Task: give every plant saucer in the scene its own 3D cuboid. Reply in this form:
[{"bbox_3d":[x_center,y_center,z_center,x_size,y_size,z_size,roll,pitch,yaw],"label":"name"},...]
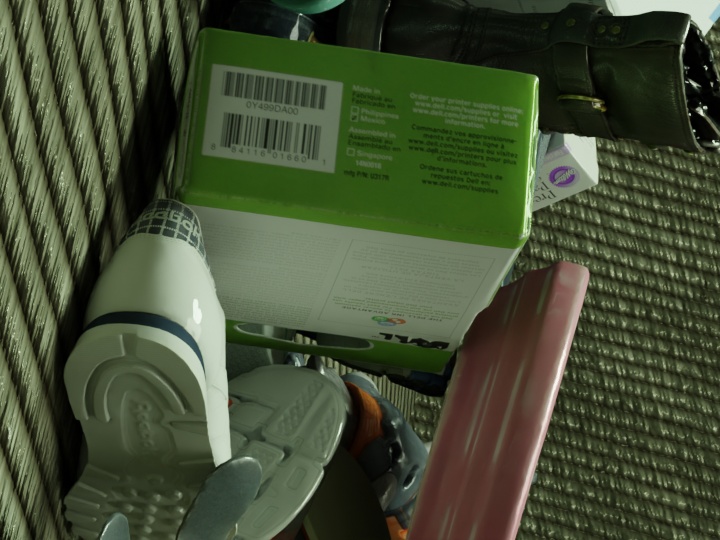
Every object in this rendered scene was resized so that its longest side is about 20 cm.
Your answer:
[{"bbox_3d":[0.060,0.089,1.406,0.201,0.051,0.202,17,90,-87],"label":"plant saucer"}]

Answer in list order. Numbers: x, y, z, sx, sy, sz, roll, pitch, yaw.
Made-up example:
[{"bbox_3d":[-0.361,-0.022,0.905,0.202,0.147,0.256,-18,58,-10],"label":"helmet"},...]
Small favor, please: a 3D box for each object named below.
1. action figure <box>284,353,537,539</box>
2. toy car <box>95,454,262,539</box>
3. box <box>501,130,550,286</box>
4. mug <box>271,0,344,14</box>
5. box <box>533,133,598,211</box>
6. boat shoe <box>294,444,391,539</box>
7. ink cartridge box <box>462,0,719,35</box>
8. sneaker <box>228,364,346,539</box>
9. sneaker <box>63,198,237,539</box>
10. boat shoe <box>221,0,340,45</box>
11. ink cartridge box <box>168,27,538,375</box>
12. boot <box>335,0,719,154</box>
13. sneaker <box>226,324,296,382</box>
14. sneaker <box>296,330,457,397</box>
[{"bbox_3d":[0.005,0.086,1.561,0.193,0.104,0.201,38,29,-54],"label":"action figure"},{"bbox_3d":[-0.072,0.180,1.197,0.164,0.157,0.201,-24,123,-55],"label":"toy car"},{"bbox_3d":[0.032,-0.096,1.597,0.107,0.147,0.201,93,12,-65],"label":"box"},{"bbox_3d":[0.012,-0.205,1.214,0.185,0.115,0.152,-39,171,-5],"label":"mug"},{"bbox_3d":[0.042,-0.038,1.701,0.041,0.199,0.039,46,32,-39],"label":"box"},{"bbox_3d":[-0.012,0.158,1.444,0.201,0.062,0.071,62,33,-34],"label":"boat shoe"},{"bbox_3d":[0.083,-0.162,1.453,0.145,0.199,0.084,-51,133,-33],"label":"ink cartridge box"},{"bbox_3d":[-0.072,0.133,1.353,0.200,0.077,0.082,-54,156,-6],"label":"sneaker"},{"bbox_3d":[-0.083,0.056,1.241,0.200,0.076,0.081,100,-2,-55],"label":"sneaker"},{"bbox_3d":[-0.034,-0.089,1.383,0.200,0.070,0.091,62,43,-72],"label":"boat shoe"},{"bbox_3d":[-0.014,-0.024,1.293,0.200,0.147,0.076,115,-18,-70],"label":"ink cartridge box"},{"bbox_3d":[0.085,-0.074,1.353,0.200,0.173,0.070,62,40,-68],"label":"boot"},{"bbox_3d":[-0.061,0.016,1.436,0.080,0.070,0.201,130,-18,-65],"label":"sneaker"},{"bbox_3d":[0.000,0.000,1.489,0.200,0.077,0.086,25,-87,56],"label":"sneaker"}]
